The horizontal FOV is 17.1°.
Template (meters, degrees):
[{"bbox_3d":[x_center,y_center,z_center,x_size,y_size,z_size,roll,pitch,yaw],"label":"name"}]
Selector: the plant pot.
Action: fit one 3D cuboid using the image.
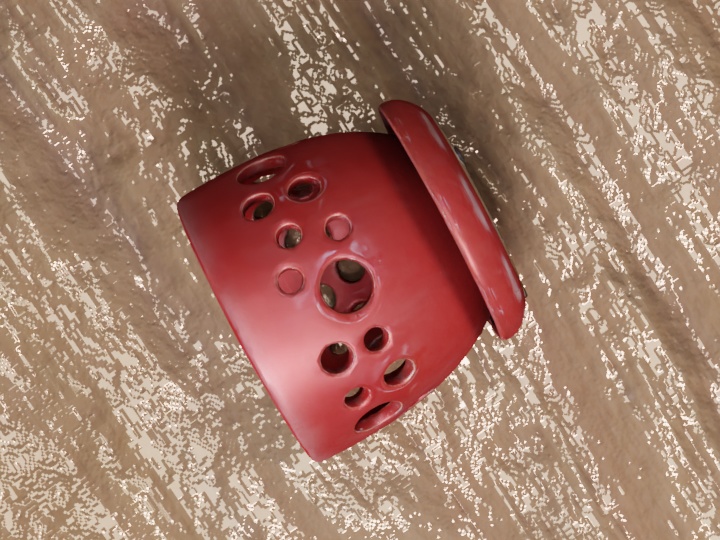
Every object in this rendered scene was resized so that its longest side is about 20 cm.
[{"bbox_3d":[0.000,0.000,1.592,0.182,0.200,0.201,-28,91,-2],"label":"plant pot"}]
